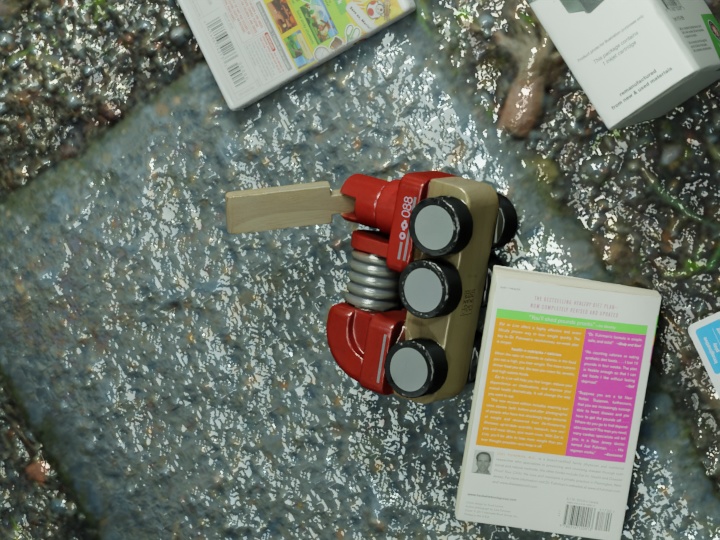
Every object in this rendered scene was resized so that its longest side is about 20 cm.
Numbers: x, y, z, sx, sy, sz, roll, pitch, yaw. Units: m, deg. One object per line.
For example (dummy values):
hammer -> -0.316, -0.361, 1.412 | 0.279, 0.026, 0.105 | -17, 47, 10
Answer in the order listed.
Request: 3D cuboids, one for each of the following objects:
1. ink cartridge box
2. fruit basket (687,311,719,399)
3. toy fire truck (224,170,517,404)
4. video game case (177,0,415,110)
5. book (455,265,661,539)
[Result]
ink cartridge box -> 0.181, -0.212, 1.496 | 0.083, 0.147, 0.200 | -34, 84, 24
fruit basket -> 0.361, 0.082, 1.456 | 0.200, 0.094, 0.186 | -23, 88, -14
toy fire truck -> 0.000, 0.000, 1.624 | 0.200, 0.129, 0.176 | 17, 105, 31
video game case -> -0.074, -0.259, 1.660 | 0.182, 0.023, 0.200 | -27, 86, 23
book -> 0.155, 0.106, 1.591 | 0.133, 0.048, 0.200 | 9, 101, -1
